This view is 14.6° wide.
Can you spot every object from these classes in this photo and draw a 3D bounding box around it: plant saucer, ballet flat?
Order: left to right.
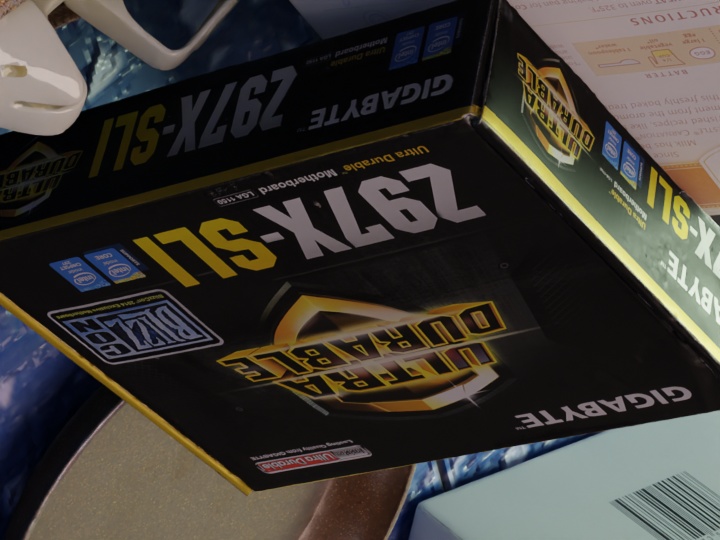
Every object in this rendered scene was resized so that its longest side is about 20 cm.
[{"bbox_3d":[-0.084,-0.080,0.801,0.200,0.067,0.068,-33,178,-26],"label":"ballet flat"},{"bbox_3d":[-0.059,0.089,1.022,0.200,0.032,0.200,-30,140,-29],"label":"plant saucer"}]

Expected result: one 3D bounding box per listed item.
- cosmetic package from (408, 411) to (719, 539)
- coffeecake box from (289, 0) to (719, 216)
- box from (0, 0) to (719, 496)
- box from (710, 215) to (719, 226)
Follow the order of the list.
[{"bbox_3d":[0.111,0.183,1.221,0.199,0.123,0.200,-16,130,-41],"label":"cosmetic package"},{"bbox_3d":[0.061,-0.098,0.791,0.200,0.153,0.073,47,50,-42],"label":"coffeecake box"},{"bbox_3d":[0.000,0.000,0.853,0.160,0.200,0.049,44,46,-39],"label":"box"},{"bbox_3d":[0.098,-0.071,0.965,0.158,0.050,0.200,-31,135,12],"label":"box"}]
